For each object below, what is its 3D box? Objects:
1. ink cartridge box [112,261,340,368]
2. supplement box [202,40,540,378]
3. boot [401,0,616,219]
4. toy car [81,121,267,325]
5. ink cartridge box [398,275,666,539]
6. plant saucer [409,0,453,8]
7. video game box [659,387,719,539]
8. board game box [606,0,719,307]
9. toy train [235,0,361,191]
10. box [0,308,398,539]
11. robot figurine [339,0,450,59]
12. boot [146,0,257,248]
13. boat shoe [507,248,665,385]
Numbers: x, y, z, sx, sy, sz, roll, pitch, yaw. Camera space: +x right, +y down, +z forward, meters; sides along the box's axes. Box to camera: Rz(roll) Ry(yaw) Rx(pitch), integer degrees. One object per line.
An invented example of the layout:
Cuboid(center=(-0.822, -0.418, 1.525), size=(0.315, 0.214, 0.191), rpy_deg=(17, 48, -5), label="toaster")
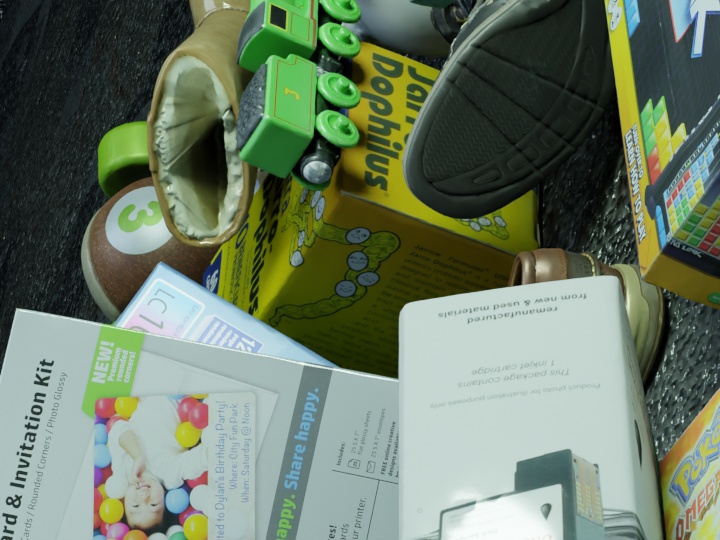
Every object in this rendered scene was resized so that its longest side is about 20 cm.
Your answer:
Cuboid(center=(-0.047, 0.108, 1.142), size=(0.137, 0.200, 0.076), rpy_deg=(-56, -14, -18), label="ink cartridge box")
Cuboid(center=(0.000, 0.000, 1.239), size=(0.200, 0.109, 0.109), rpy_deg=(125, 157, -43), label="supplement box")
Cuboid(center=(0.071, -0.115, 1.155), size=(0.200, 0.073, 0.151), rpy_deg=(-59, 18, -4), label="boot")
Cuboid(center=(-0.050, -0.029, 1.397), size=(0.200, 0.157, 0.165), rpy_deg=(-38, 46, 42), label="toy car")
Cuboid(center=(0.065, 0.126, 0.830), size=(0.200, 0.084, 0.146), rpy_deg=(-90, -13, -45), label="ink cartridge box")
Cuboid(center=(0.068, -0.193, 1.185), size=(0.070, 0.019, 0.200), rpy_deg=(-38, 21, 31), label="plant saucer")
Cuboid(center=(0.163, 0.071, 0.751), size=(0.183, 0.047, 0.200), rpy_deg=(-86, 22, -48), label="video game box")
Cuboid(center=(0.159, -0.109, 0.916), size=(0.200, 0.057, 0.166), rpy_deg=(-91, 24, -48), label="board game box")
Cuboid(center=(-0.031, -0.113, 1.174), size=(0.042, 0.056, 0.200), rpy_deg=(-55, 22, 35), label="toy train")
Cuboid(center=(-0.072, 0.110, 1.071), size=(0.041, 0.199, 0.157), rpy_deg=(39, -118, -72), label="box")
Cuboid(center=(0.031, -0.174, 1.322), size=(0.170, 0.113, 0.200), rpy_deg=(-53, 16, -4), label="robot figurine")
Cuboid(center=(-0.069, -0.122, 1.237), size=(0.200, 0.066, 0.176), rpy_deg=(-69, -30, -72), label="boot")
Cuboid(center=(0.059, 0.082, 1.031), size=(0.072, 0.067, 0.201), rpy_deg=(-122, 53, -69), label="boat shoe")
